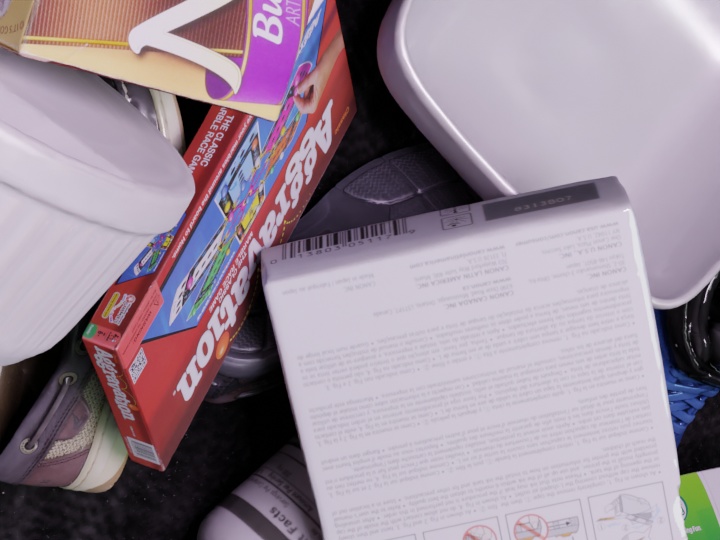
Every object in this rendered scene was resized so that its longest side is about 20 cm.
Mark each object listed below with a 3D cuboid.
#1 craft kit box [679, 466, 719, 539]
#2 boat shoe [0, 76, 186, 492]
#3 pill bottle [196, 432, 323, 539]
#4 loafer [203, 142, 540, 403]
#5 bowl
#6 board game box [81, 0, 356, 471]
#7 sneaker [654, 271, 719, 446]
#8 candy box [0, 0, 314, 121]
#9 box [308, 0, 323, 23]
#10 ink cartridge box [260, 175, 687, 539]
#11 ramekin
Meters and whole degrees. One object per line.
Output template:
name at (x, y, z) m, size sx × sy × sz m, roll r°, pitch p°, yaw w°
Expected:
craft kit box at (0.161, 0.142, 1.196) m, size 0.196 × 0.200 × 0.049 m, roll -11°, pitch 73°, yaw -34°
boat shoe at (-0.123, 0.003, 1.019) m, size 0.064 × 0.072 × 0.202 m, roll -3°, pitch 115°, yaw -37°
pill bottle at (-0.003, 0.128, 1.119) m, size 0.200 × 0.114 × 0.114 m, roll -42°, pitch 125°, yaw -14°
loafer at (0.000, 0.000, 1.113) m, size 0.199 × 0.072 × 0.063 m, roll -27°, pitch 158°, yaw -26°
bowl at (0.109, -0.101, 1.096) m, size 0.200 × 0.075 × 0.200 m, roll 44°, pitch 68°, yaw -15°
board game box at (-0.055, -0.024, 1.014) m, size 0.103 × 0.019 × 0.201 m, roll 79°, pitch 33°, yaw -58°
sneaker at (0.159, 0.054, 1.202) m, size 0.076 × 0.111 × 0.202 m, roll 7°, pitch 104°, yaw -36°
candy box at (-0.059, -0.166, 0.877) m, size 0.116 × 0.056 × 0.202 m, roll 13°, pitch 98°, yaw -37°
box at (-0.094, -0.183, 0.946) m, size 0.200 × 0.101 × 0.113 m, roll 36°, pitch 86°, yaw -38°
ink cartridge box at (0.054, 0.072, 1.041) m, size 0.161 × 0.057 × 0.202 m, roll -12°, pitch 112°, yaw 2°
ramekin at (-0.168, -0.048, 0.896) m, size 0.202 × 0.202 × 0.095 m, roll 28°, pitch 102°, yaw -38°
